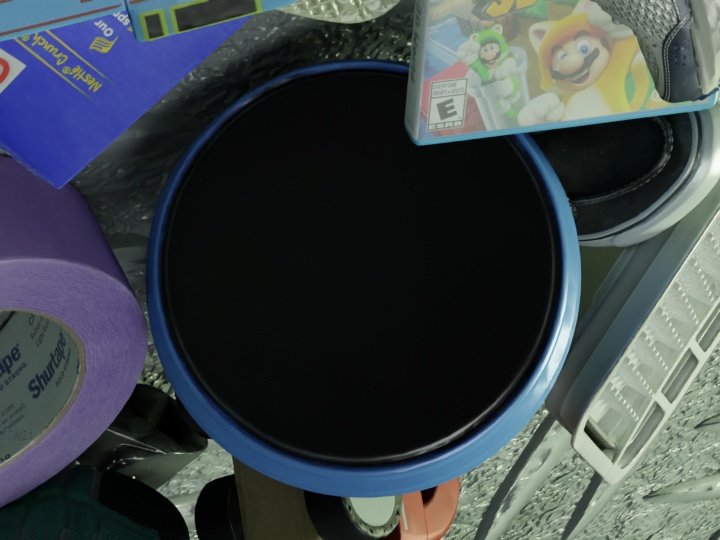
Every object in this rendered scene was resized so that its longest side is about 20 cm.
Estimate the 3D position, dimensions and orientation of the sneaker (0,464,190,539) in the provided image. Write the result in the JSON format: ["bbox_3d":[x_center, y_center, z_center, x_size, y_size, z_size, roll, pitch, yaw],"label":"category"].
[{"bbox_3d":[-0.176,0.148,1.188,0.198,0.075,0.088,2,131,11],"label":"sneaker"}]

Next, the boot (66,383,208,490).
[{"bbox_3d":[-0.155,0.140,1.279,0.200,0.066,0.164,-47,147,17],"label":"boot"}]

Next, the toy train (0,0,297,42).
[{"bbox_3d":[-0.106,-0.125,0.764,0.199,0.087,0.115,-15,134,-5],"label":"toy train"}]

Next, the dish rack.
[{"bbox_3d":[0.150,0.019,1.210,0.172,0.043,0.200,-55,163,-2],"label":"dish rack"}]

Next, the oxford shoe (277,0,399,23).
[{"bbox_3d":[-0.069,-0.150,0.945,0.199,0.058,0.075,13,127,-31],"label":"oxford shoe"}]

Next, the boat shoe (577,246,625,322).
[{"bbox_3d":[0.110,-0.004,1.264,0.200,0.075,0.062,-52,167,-11],"label":"boat shoe"}]

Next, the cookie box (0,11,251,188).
[{"bbox_3d":[-0.101,-0.154,0.844,0.200,0.075,0.171,-40,129,13],"label":"cookie box"}]

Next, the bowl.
[{"bbox_3d":[0.000,0.000,1.073,0.200,0.201,0.039,-29,169,-2],"label":"bowl"}]

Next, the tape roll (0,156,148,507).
[{"bbox_3d":[-0.200,0.040,1.088,0.199,0.066,0.201,-22,148,-14],"label":"tape roll"}]

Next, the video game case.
[{"bbox_3d":[0.094,-0.145,0.977,0.142,0.018,0.201,-8,129,-15],"label":"video game case"}]

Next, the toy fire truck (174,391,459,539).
[{"bbox_3d":[-0.004,0.062,1.202,0.128,0.177,0.199,-18,167,37],"label":"toy fire truck"}]

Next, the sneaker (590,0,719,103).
[{"bbox_3d":[0.086,-0.145,0.926,0.085,0.077,0.201,-20,125,7],"label":"sneaker"}]

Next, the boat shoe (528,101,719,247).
[{"bbox_3d":[0.081,-0.045,1.134,0.199,0.073,0.071,-14,161,43],"label":"boat shoe"}]
